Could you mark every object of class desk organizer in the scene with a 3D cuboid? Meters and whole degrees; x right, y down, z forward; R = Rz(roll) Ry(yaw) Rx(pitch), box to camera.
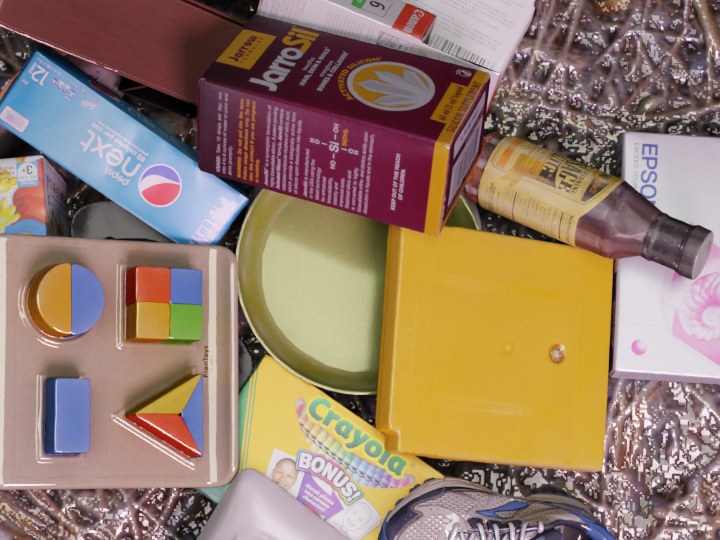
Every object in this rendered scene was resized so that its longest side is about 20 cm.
[{"bbox_3d":[-0.193,-0.188,1.248,0.199,0.072,0.078,20,82,-28],"label":"desk organizer"}]

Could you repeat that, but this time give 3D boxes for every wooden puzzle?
[{"bbox_3d":[-0.184,0.068,1.193,0.198,0.046,0.187,2,82,-22],"label":"wooden puzzle"}]

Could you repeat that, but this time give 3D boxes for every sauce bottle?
[{"bbox_3d":[0.180,-0.049,1.265,0.199,0.066,0.066,23,81,21],"label":"sauce bottle"}]

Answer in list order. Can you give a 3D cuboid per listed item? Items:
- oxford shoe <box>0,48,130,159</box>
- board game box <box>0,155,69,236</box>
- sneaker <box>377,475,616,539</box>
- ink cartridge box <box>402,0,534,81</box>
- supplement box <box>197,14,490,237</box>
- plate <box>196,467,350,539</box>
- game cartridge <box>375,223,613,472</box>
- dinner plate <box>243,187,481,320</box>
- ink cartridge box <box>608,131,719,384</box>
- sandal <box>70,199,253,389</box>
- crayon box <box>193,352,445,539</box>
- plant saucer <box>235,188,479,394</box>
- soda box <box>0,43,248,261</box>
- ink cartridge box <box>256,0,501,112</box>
[{"bbox_3d":[-0.231,-0.145,1.307,0.200,0.071,0.073,-42,88,-6],"label":"oxford shoe"},{"bbox_3d":[-0.283,0.023,1.261,0.102,0.105,0.202,-6,80,-1],"label":"board game box"},{"bbox_3d":[0.108,0.201,1.198,0.198,0.085,0.078,1,100,-28],"label":"sneaker"},{"bbox_3d":[0.055,-0.255,1.335,0.199,0.044,0.175,28,81,5],"label":"ink cartridge box"},{"bbox_3d":[-0.013,-0.113,1.221,0.198,0.086,0.111,16,40,13],"label":"supplement box"},{"bbox_3d":[-0.063,0.285,1.220,0.199,0.032,0.201,35,104,6],"label":"plate"},{"bbox_3d":[0.106,0.060,1.246,0.198,0.032,0.178,9,80,-26],"label":"game cartridge"},{"bbox_3d":[0.001,-0.024,1.309,0.198,0.024,0.202,0,82,-1],"label":"dinner plate"},{"bbox_3d":[0.303,-0.008,1.296,0.198,0.043,0.198,3,81,2],"label":"ink cartridge box"},{"bbox_3d":[-0.157,0.018,1.291,0.075,0.045,0.200,-40,83,-5],"label":"sandal"},{"bbox_3d":[-0.025,0.170,1.259,0.199,0.058,0.119,34,83,5],"label":"crayon box"},{"bbox_3d":[0.000,0.000,1.272,0.198,0.031,0.202,1,78,-4],"label":"plant saucer"},{"bbox_3d":[-0.187,-0.093,1.260,0.199,0.068,0.064,36,96,-15],"label":"soda box"},{"bbox_3d":[0.010,-0.163,1.288,0.198,0.110,0.050,23,38,4],"label":"ink cartridge box"}]
